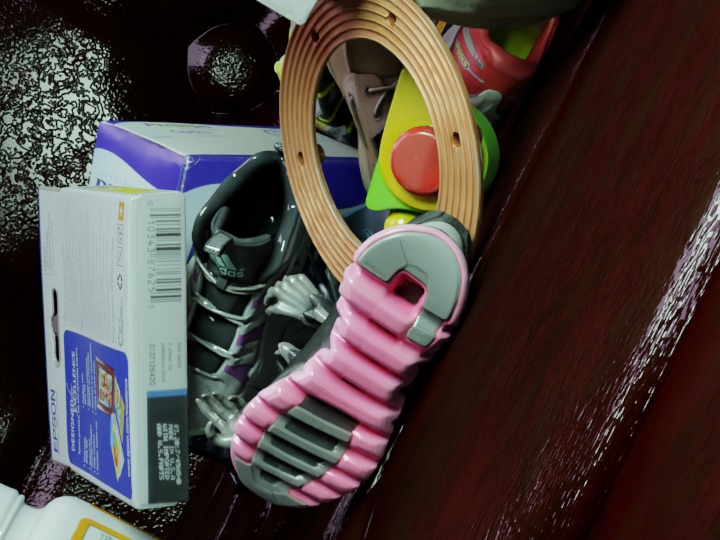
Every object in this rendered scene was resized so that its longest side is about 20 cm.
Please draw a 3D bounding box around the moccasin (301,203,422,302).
[{"bbox_3d":[0.000,0.000,1.331,0.068,0.080,0.200,-62,2,-23],"label":"moccasin"}]

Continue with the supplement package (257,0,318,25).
[{"bbox_3d":[-0.035,-0.283,1.166,0.191,0.147,0.200,-56,9,24],"label":"supplement package"}]

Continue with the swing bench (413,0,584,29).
[{"bbox_3d":[0.115,-0.240,1.086,0.199,0.130,0.200,133,159,-75],"label":"swing bench"}]

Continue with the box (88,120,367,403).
[{"bbox_3d":[-0.099,0.001,1.445,0.105,0.184,0.200,24,109,45],"label":"box"}]

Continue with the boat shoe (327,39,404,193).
[{"bbox_3d":[0.025,-0.119,1.369,0.065,0.071,0.200,50,161,54],"label":"boat shoe"}]

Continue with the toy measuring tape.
[{"bbox_3d":[0.058,-0.104,1.203,0.074,0.074,0.200,-77,3,-75],"label":"toy measuring tape"}]

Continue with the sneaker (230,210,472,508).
[{"bbox_3d":[0.002,0.046,1.113,0.200,0.079,0.095,-53,3,25],"label":"sneaker"}]

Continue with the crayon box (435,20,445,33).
[{"bbox_3d":[0.058,-0.120,1.535,0.200,0.058,0.119,-62,4,17],"label":"crayon box"}]

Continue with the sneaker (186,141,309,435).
[{"bbox_3d":[-0.089,0.008,1.290,0.140,0.078,0.200,73,-143,-83],"label":"sneaker"}]

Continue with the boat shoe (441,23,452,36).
[{"bbox_3d":[0.099,-0.195,1.387,0.074,0.076,0.200,110,-175,-73],"label":"boat shoe"}]

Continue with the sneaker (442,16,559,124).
[{"bbox_3d":[0.108,-0.180,1.283,0.085,0.077,0.200,-39,29,53],"label":"sneaker"}]

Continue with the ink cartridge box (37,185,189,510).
[{"bbox_3d":[-0.163,0.043,1.334,0.200,0.047,0.198,-168,75,-67],"label":"ink cartridge box"}]

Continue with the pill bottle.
[{"bbox_3d":[-0.175,0.217,1.326,0.111,0.200,0.111,-63,3,7],"label":"pill bottle"}]

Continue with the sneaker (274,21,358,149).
[{"bbox_3d":[-0.031,-0.142,1.457,0.075,0.076,0.200,-58,-17,-13],"label":"sneaker"}]

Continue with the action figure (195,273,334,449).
[{"bbox_3d":[-0.041,0.074,1.246,0.119,0.102,0.200,-52,-1,-16],"label":"action figure"}]

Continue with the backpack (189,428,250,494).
[{"bbox_3d":[-0.094,0.055,1.768,0.200,0.147,0.183,-57,9,37],"label":"backpack"}]

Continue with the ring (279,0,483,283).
[{"bbox_3d":[0.013,-0.072,1.175,0.019,0.201,0.200,-15,-28,-32],"label":"ring"}]
